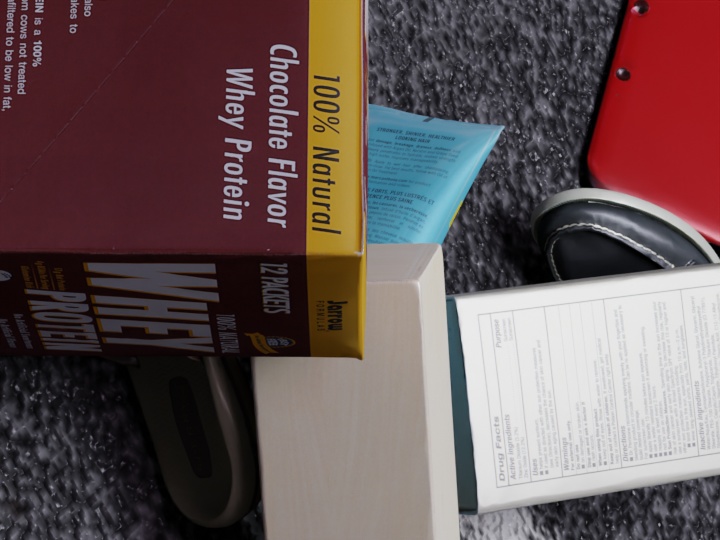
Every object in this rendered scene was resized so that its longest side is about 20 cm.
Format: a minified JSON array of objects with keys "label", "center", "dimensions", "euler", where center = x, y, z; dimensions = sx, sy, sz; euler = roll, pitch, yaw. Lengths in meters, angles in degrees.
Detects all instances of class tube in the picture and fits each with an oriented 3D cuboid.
[{"label":"tube","center":[0.000,0.000,1.388],"dimensions":[0.050,0.077,0.200],"euler":[81,27,-52]}]

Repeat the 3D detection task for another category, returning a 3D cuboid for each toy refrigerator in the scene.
[{"label":"toy refrigerator","center":[0.001,0.092,1.282],"dimensions":[0.070,0.076,0.201],"euler":[-56,143,-71]}]

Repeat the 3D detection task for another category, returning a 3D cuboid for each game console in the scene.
[{"label":"game console","center":[0.209,-0.068,1.669],"dimensions":[0.173,0.118,0.201],"euler":[72,30,-51]}]

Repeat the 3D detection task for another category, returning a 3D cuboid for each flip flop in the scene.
[{"label":"flip flop","center":[-0.099,0.019,1.274],"dimensions":[0.057,0.081,0.201],"euler":[-22,99,-34]}]

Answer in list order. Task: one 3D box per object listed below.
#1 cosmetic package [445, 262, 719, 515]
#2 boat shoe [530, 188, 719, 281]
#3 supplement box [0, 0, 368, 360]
[{"label":"cosmetic package","center":[0.118,0.054,1.435],"dimensions":[0.199,0.073,0.104],"euler":[-5,90,-28]},{"label":"boat shoe","center":[0.156,0.032,1.536],"dimensions":[0.199,0.074,0.066],"euler":[45,36,-40]},{"label":"supplement box","center":[-0.096,-0.076,1.180],"dimensions":[0.133,0.199,0.198],"euler":[91,0,-71]}]
